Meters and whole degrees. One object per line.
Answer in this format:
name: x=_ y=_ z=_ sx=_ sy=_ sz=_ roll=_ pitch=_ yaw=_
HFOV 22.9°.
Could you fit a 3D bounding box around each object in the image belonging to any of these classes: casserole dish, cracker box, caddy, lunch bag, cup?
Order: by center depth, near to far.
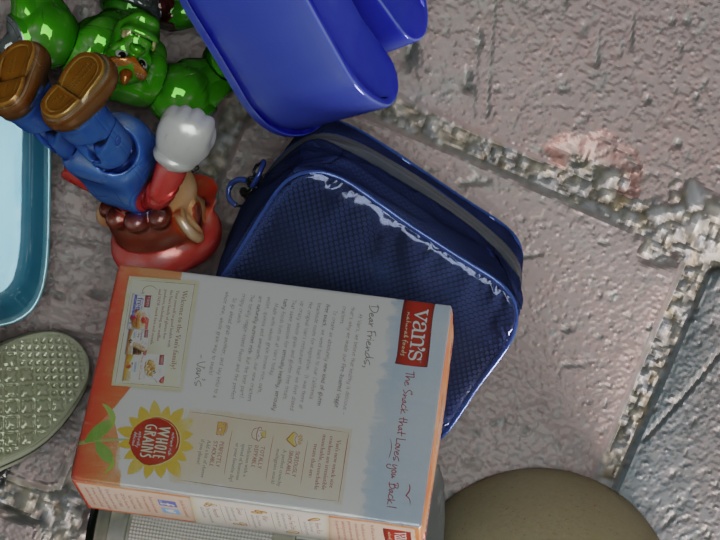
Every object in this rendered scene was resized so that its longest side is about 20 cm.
cracker box: x=-0.052 y=0.079 z=1.019 sx=0.199 sy=0.058 sz=0.134 roll=7 pitch=66 yaw=6
caddy: x=-0.046 y=-0.175 z=1.066 sx=0.105 sy=0.142 sz=0.200 roll=-7 pitch=131 yaw=32
lunch bag: x=0.000 y=0.000 z=1.127 sx=0.200 sy=0.132 sz=0.136 roll=34 pitch=109 yaw=-7
casserole dish: x=-0.259 y=-0.054 z=1.130 sx=0.121 sy=0.039 sz=0.201 roll=0 pitch=97 yaw=-15
cup: x=0.128 y=0.242 z=1.154 sx=0.199 sy=0.143 sz=0.201 roll=-1 pitch=96 yaw=-7

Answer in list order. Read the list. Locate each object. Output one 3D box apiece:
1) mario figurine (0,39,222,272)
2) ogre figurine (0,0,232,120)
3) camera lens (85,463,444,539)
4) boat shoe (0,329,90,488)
mario figurine: x=-0.141 y=-0.077 z=1.094 sx=0.106 sy=0.200 sz=0.124 roll=-34 pitch=53 yaw=1
ogre figurine: x=-0.140 y=-0.161 z=1.118 sx=0.200 sy=0.098 sz=0.120 roll=27 pitch=78 yaw=-40
camera lens: x=-0.059 y=0.177 z=1.098 sx=0.199 sy=0.160 sz=0.161 roll=7 pitch=94 yaw=13
boat shoe: x=-0.257 y=0.114 z=1.144 sx=0.075 sy=0.062 sz=0.200 roll=45 pitch=74 yaw=-3
